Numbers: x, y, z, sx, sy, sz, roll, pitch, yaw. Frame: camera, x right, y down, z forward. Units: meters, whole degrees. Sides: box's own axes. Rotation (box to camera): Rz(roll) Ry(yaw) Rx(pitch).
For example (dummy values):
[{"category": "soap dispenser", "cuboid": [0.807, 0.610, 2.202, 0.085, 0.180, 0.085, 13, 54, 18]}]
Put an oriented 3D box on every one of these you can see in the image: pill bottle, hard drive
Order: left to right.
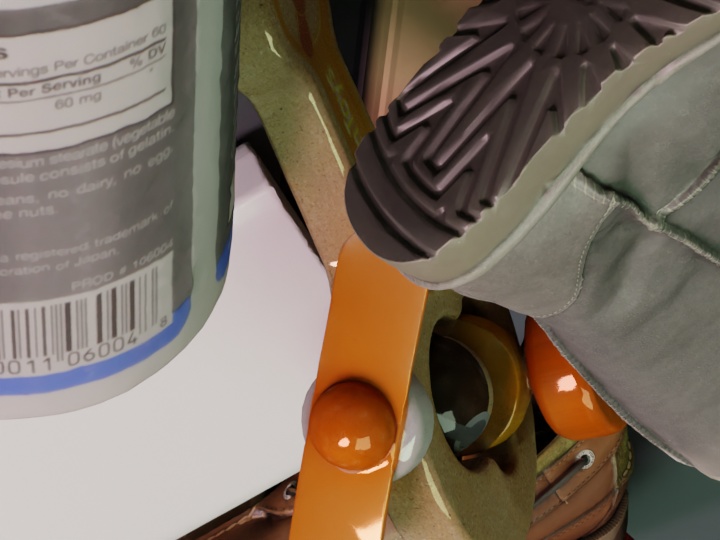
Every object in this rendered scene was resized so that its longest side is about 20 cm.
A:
[{"category": "pill bottle", "cuboid": [-0.083, -0.069, 0.632, 0.114, 0.114, 0.200, -14, 140, -17]}, {"category": "hard drive", "cuboid": [-0.094, 0.052, 0.834, 0.200, 0.026, 0.132, -30, 142, 3]}]

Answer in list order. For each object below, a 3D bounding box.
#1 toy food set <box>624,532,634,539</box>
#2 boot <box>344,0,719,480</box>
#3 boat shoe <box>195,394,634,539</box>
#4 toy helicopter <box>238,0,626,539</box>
[{"category": "toy food set", "cuboid": [0.058, 0.140, 0.907, 0.198, 0.200, 0.049, -19, 114, -15]}, {"category": "boot", "cuboid": [0.107, -0.030, 0.717, 0.182, 0.073, 0.200, -42, 137, 18]}, {"category": "boat shoe", "cuboid": [-0.003, 0.084, 0.898, 0.200, 0.072, 0.068, -24, 139, -20]}, {"category": "toy helicopter", "cuboid": [0.000, 0.000, 0.745, 0.079, 0.132, 0.200, -12, 118, 26]}]
